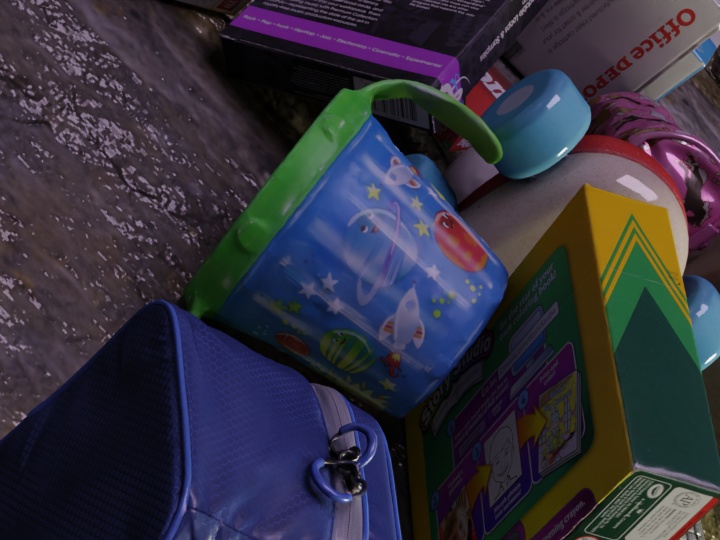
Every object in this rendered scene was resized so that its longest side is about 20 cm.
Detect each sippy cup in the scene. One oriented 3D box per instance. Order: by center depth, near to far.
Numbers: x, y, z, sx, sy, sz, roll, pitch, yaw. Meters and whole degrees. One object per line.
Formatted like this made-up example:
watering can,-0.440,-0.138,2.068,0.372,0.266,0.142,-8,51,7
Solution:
sippy cup,0.000,0.000,1.028,0.130,0.178,0.140,39,22,-2

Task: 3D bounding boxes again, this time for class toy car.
toy car,0.104,-0.032,1.189,0.185,0.176,0.200,52,19,-20

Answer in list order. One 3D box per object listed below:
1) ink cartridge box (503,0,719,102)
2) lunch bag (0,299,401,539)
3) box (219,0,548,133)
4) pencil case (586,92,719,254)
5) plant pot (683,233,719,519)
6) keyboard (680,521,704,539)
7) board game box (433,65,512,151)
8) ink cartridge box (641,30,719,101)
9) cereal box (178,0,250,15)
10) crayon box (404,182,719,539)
ink cartridge box,0.145,-0.220,1.418,0.200,0.146,0.084,45,33,-13
lunch bag,-0.069,0.118,0.795,0.132,0.200,0.136,32,33,-32
box,0.029,-0.163,1.204,0.142,0.036,0.200,17,46,26
pencil case,0.185,-0.064,1.315,0.086,0.083,0.200,14,11,-3
plant pot,0.289,0.041,1.226,0.199,0.177,0.200,-34,82,-16
keyboard,0.186,0.117,1.276,0.056,0.011,0.201,26,41,-34
board game box,0.027,-0.153,1.286,0.200,0.019,0.103,50,30,21
ink cartridge box,0.236,-0.221,1.599,0.116,0.067,0.200,49,34,-5
cereal box,-0.153,-0.231,1.163,0.199,0.039,0.145,11,51,-46
crayon box,0.095,0.087,1.016,0.058,0.200,0.173,16,46,-21
